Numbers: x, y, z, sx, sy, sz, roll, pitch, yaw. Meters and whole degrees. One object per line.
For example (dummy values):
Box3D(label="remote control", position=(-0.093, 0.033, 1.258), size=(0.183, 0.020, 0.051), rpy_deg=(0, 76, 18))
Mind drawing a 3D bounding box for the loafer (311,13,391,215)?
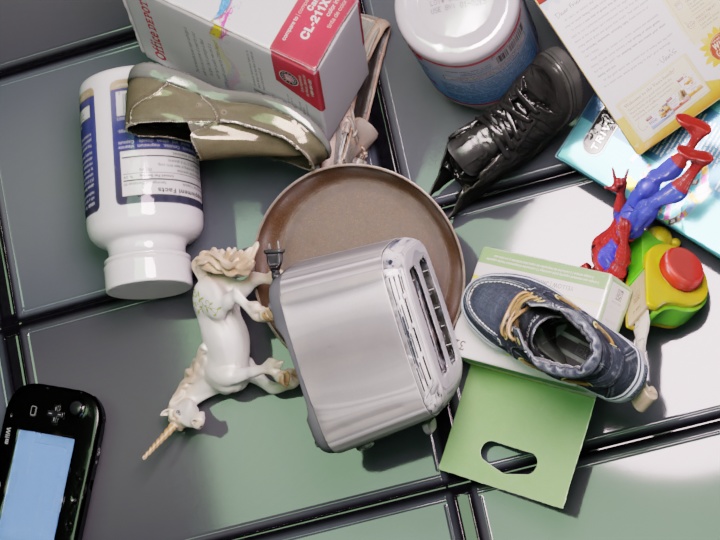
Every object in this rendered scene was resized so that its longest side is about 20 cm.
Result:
Box3D(label="loafer", position=(-0.009, -0.146, 1.781), size=(0.062, 0.072, 0.202), rpy_deg=(2, 77, 7))

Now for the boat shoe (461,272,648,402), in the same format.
Box3D(label="boat shoe", position=(0.146, 0.043, 1.607), size=(0.199, 0.091, 0.071), rpy_deg=(27, 90, 40))

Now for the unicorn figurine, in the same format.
Box3D(label="unicorn figurine", position=(-0.121, 0.074, 1.749), size=(0.136, 0.074, 0.202), rpy_deg=(2, 91, 30))

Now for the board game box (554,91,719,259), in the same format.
Box3D(label="board game box", position=(0.298, -0.112, 1.705), size=(0.199, 0.047, 0.152), rpy_deg=(33, 95, 17))

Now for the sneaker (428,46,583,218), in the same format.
Box3D(label="sneaker", position=(0.125, -0.118, 1.695), size=(0.104, 0.200, 0.060), rpy_deg=(-30, 77, -21))

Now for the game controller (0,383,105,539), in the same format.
Box3D(label="game controller", position=(-0.300, 0.208, 1.789), size=(0.103, 0.042, 0.202), rpy_deg=(8, 80, 14))

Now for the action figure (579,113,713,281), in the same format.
Box3D(label="action figure", position=(0.237, -0.049, 1.658), size=(0.051, 0.201, 0.066), rpy_deg=(15, 44, -14))

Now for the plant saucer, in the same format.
Box3D(label="plant saucer", position=(0.000, 0.000, 1.736), size=(0.198, 0.032, 0.203), rpy_deg=(3, 104, 13))

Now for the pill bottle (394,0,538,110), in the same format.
Box3D(label="pill bottle", position=(0.100, -0.208, 1.697), size=(0.107, 0.200, 0.110), rpy_deg=(-3, 78, 12))

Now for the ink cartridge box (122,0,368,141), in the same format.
Box3D(label="ink cartridge box", position=(-0.101, -0.215, 1.700), size=(0.199, 0.146, 0.083), rpy_deg=(27, 73, 13))

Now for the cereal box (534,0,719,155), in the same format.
Box3D(label="cereal box", position=(0.241, -0.218, 1.626), size=(0.143, 0.040, 0.201), rpy_deg=(-34, 114, 8))

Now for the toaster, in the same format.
Box3D(label="toaster", position=(0.006, 0.054, 1.671), size=(0.128, 0.114, 0.202), rpy_deg=(-16, 97, 18))

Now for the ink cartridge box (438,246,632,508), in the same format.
Box3D(label="ink cartridge box", position=(0.142, 0.091, 1.682), size=(0.145, 0.048, 0.202), rpy_deg=(13, 80, 40))

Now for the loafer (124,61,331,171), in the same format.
Box3D(label="loafer", position=(-0.123, -0.122, 1.712), size=(0.198, 0.075, 0.070), rpy_deg=(17, 71, 10))

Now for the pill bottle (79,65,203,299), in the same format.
Box3D(label="pill bottle", position=(-0.203, -0.080, 1.788), size=(0.110, 0.111, 0.202), rpy_deg=(-7, 77, 11))

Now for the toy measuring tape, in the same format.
Box3D(label="toy measuring tape", position=(0.267, 0.043, 1.658), size=(0.073, 0.074, 0.201), rpy_deg=(-4, 49, 12))
